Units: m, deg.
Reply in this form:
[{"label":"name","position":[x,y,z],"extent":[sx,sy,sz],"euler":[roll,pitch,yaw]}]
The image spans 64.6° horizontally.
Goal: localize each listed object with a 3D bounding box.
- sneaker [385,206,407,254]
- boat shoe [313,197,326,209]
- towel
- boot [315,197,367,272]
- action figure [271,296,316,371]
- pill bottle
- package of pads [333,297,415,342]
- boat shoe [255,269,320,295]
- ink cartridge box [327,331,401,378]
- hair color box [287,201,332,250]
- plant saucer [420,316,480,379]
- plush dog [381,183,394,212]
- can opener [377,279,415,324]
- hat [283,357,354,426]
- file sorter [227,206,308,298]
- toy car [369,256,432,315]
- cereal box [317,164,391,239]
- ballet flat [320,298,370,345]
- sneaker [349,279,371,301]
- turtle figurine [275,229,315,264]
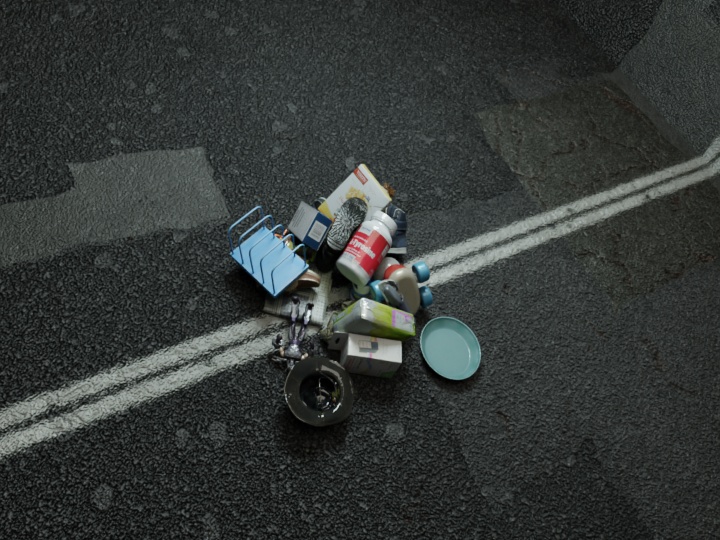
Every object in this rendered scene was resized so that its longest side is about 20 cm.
[{"label":"sneaker","position":[0.066,-0.127,1.784],"extent":[0.197,0.152,0.076],"euler":[-4,14,-37]},{"label":"boat shoe","position":[-0.103,-0.147,1.836],"extent":[0.061,0.075,0.204],"euler":[-17,72,-38]},{"label":"towel","position":[-0.183,0.059,1.704],"extent":[0.185,0.035,0.206],"euler":[13,57,-5]},{"label":"boot","position":[-0.062,-0.108,1.714],"extent":[0.078,0.158,0.214],"euler":[34,62,0]},{"label":"action figure","position":[-0.180,0.185,1.580],"extent":[0.126,0.069,0.207],"euler":[14,69,-14]},{"label":"pill bottle","position":[0.023,-0.067,1.668],"extent":[0.110,0.113,0.203],"euler":[32,75,8]},{"label":"package of pads","position":[0.040,0.154,1.586],"extent":[0.195,0.154,0.070],"euler":[19,55,-30]},{"label":"boat shoe","position":[-0.211,0.037,1.652],"extent":[0.192,0.077,0.074],"euler":[4,60,1]},{"label":"ink cartridge box","position":[0.008,0.237,1.583],"extent":[0.192,0.118,0.069],"euler":[10,56,-10]},{"label":"hair color box","position":[-0.155,-0.138,1.723],"extent":[0.059,0.200,0.102],"euler":[29,94,-25]},{"label":"plant saucer","position":[0.266,0.238,1.712],"extent":[0.192,0.036,0.206],"euler":[9,55,-12]},{"label":"plush dog","position":[0.032,-0.200,1.847],"extent":[0.196,0.174,0.162],"euler":[-26,67,-30]},{"label":"can opener","position":[0.104,0.106,1.617],"extent":[0.052,0.203,0.068],"euler":[-15,40,19]},{"label":"hat","position":[-0.117,0.330,1.510],"extent":[0.194,0.081,0.207],"euler":[12,57,-19]},{"label":"file sorter","position":[-0.260,-0.059,1.592],"extent":[0.198,0.125,0.138],"euler":[39,61,22]},{"label":"toy car","position":[0.096,0.037,1.748],"extent":[0.179,0.182,0.201],"euler":[-22,36,-13]},{"label":"cereal box","position":[-0.018,-0.203,1.751],"extent":[0.145,0.199,0.039],"euler":[49,19,3]},{"label":"ballet flat","position":[-0.048,0.136,1.673],"extent":[0.074,0.069,0.200],"euler":[26,52,28]},{"label":"sneaker","position":[0.000,0.000,1.761],"extent":[0.071,0.083,0.206],"euler":[1,55,-13]},{"label":"turtle figurine","position":[-0.215,-0.069,1.721],"extent":[0.156,0.066,0.201],"euler":[22,32,8]}]
